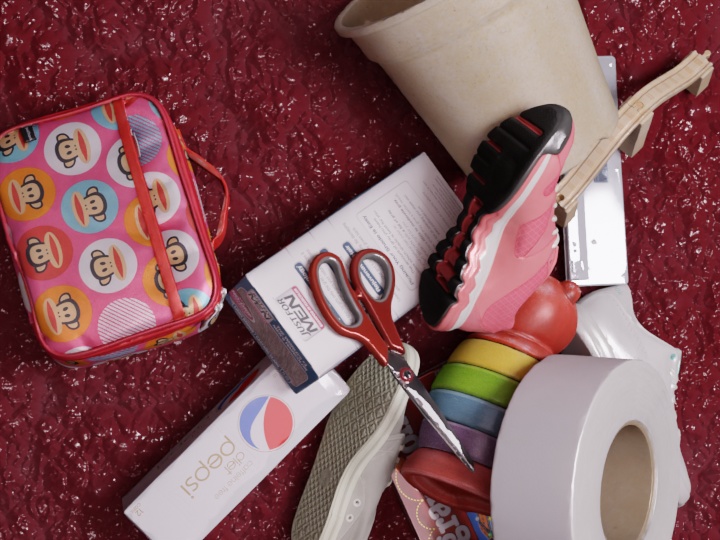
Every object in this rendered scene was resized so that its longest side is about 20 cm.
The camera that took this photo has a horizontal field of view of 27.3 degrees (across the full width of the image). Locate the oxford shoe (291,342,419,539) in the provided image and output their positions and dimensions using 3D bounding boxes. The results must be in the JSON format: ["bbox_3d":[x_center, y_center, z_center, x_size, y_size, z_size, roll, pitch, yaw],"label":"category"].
[{"bbox_3d":[0.004,0.153,1.227,0.058,0.075,0.200,18,97,-31],"label":"oxford shoe"}]

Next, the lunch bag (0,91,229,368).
[{"bbox_3d":[-0.187,-0.034,1.168,0.176,0.082,0.200,-17,81,-6],"label":"lunch bag"}]

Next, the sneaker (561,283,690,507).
[{"bbox_3d":[0.249,0.106,1.280,0.088,0.075,0.200,-30,96,-20],"label":"sneaker"}]

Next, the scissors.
[{"bbox_3d":[0.022,0.073,1.138,0.073,0.014,0.200,-19,83,-30],"label":"scissors"}]

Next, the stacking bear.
[{"bbox_3d":[0.118,0.094,1.215,0.114,0.121,0.200,39,69,-44],"label":"stacking bear"}]

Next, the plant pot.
[{"bbox_3d":[0.110,-0.169,1.193,0.200,0.200,0.184,-34,109,-8],"label":"plant pot"}]

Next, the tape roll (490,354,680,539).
[{"bbox_3d":[0.179,0.167,1.157,0.071,0.202,0.203,2,94,34],"label":"tape roll"}]

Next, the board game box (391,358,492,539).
[{"bbox_3d":[0.083,0.184,1.274,0.103,0.019,0.200,-26,96,-8],"label":"board game box"}]

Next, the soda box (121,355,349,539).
[{"bbox_3d":[-0.102,0.143,1.211,0.200,0.068,0.064,-45,97,-7],"label":"soda box"}]

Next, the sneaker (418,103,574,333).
[{"bbox_3d":[0.121,-0.037,1.144,0.087,0.074,0.200,15,114,-28],"label":"sneaker"}]

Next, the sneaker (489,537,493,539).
[{"bbox_3d":[0.060,0.285,1.230,0.077,0.076,0.200,41,100,-2],"label":"sneaker"}]

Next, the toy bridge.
[{"bbox_3d":[0.230,-0.122,1.252,0.027,0.067,0.200,42,75,17],"label":"toy bridge"}]

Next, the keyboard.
[{"bbox_3d":[0.200,-0.087,1.283,0.056,0.011,0.200,-2,87,-16],"label":"keyboard"}]

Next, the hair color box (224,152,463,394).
[{"bbox_3d":[0.000,0.000,1.192,0.200,0.061,0.100,-36,89,-29],"label":"hair color box"}]
